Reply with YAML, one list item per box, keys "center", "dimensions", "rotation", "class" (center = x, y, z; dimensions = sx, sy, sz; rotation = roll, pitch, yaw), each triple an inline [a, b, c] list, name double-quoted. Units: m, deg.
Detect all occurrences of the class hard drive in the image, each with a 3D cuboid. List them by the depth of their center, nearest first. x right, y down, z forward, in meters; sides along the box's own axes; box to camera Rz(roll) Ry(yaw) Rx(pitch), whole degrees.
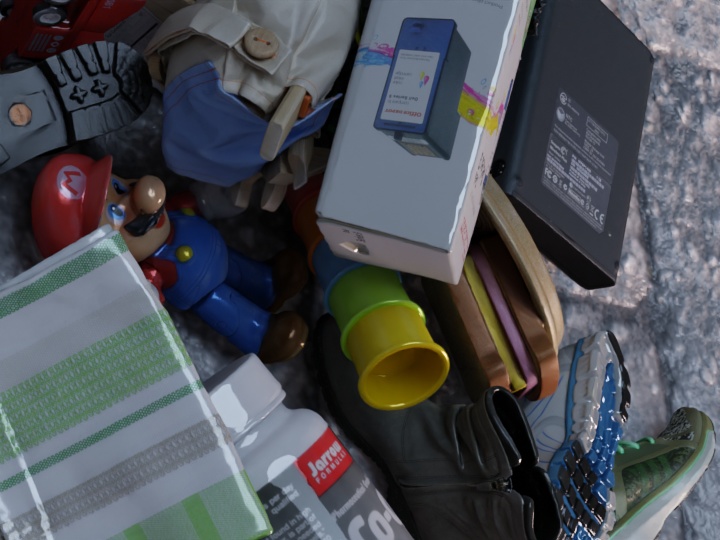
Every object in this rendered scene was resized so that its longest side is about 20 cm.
- center: [0.152, -0.106, 1.375]
  dimensions: [0.140, 0.033, 0.200]
  rotation: [36, 56, -39]
  class: "hard drive"

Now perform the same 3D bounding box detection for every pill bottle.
- center: [-0.042, 0.156, 1.147]
  dimensions: [0.200, 0.114, 0.114]
  rotation: [54, 48, -4]
  class: "pill bottle"

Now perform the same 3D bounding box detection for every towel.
- center: [-0.157, 0.093, 1.084]
  dimensions: [0.200, 0.149, 0.031]
  rotation: [61, 5, 5]
  class: "towel"

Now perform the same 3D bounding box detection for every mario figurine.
- center: [-0.110, -0.017, 1.179]
  dimensions: [0.200, 0.123, 0.106]
  rotation: [28, 98, -33]
  class: "mario figurine"

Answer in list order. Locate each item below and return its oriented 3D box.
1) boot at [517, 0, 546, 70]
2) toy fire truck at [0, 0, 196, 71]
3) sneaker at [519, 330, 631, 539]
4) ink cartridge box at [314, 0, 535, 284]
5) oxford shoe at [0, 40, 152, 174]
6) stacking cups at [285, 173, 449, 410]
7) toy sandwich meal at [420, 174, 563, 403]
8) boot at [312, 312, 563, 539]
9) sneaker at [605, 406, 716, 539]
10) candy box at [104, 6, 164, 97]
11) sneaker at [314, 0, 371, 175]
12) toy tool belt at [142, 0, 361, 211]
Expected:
- center: [0.080, -0.223, 1.335]
  dimensions: [0.073, 0.162, 0.198]
  rotation: [4, 75, -10]
  class: "boot"
- center: [-0.132, -0.172, 1.169]
  dimensions: [0.141, 0.200, 0.049]
  rotation: [3, 66, -25]
  class: "toy fire truck"
- center: [0.128, 0.128, 1.309]
  dimensions: [0.075, 0.087, 0.200]
  rotation: [60, 32, -30]
  class: "sneaker"
- center: [0.043, -0.102, 1.147]
  dimensions: [0.087, 0.145, 0.200]
  rotation: [16, 83, 7]
  class: "ink cartridge box"
- center: [-0.230, -0.086, 1.157]
  dimensions: [0.200, 0.084, 0.073]
  rotation: [-11, 90, -22]
  class: "oxford shoe"
- center: [0.000, 0.000, 1.246]
  dimensions: [0.060, 0.061, 0.200]
  rotation: [14, 35, -32]
  class: "stacking cups"
- center: [0.068, 0.002, 1.291]
  dimensions: [0.070, 0.205, 0.205]
  rotation: [-30, 88, -10]
  class: "toy sandwich meal"
- center: [0.056, 0.097, 1.240]
  dimensions: [0.068, 0.131, 0.200]
  rotation: [-20, 81, -41]
  class: "boot"
- center: [0.185, 0.144, 1.363]
  dimensions: [0.089, 0.077, 0.200]
  rotation: [43, 45, 3]
  class: "sneaker"
- center: [-0.107, -0.203, 1.302]
  dimensions: [0.200, 0.072, 0.168]
  rotation: [40, 50, -16]
  class: "candy box"
- center: [0.019, -0.136, 1.285]
  dimensions: [0.085, 0.078, 0.200]
  rotation: [30, 61, -52]
  class: "sneaker"
- center: [-0.072, -0.093, 1.140]
  dimensions: [0.125, 0.200, 0.123]
  rotation: [11, 68, -16]
  class: "toy tool belt"
